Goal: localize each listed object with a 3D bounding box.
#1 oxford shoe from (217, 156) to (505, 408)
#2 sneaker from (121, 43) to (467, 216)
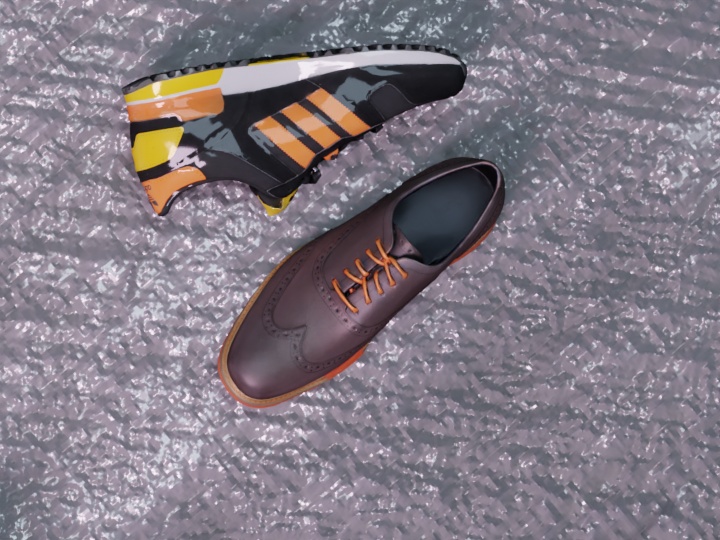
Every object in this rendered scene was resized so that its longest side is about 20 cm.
[{"bbox_3d":[0.000,0.000,1.472,0.200,0.073,0.071,-42,88,-14],"label":"oxford shoe"},{"bbox_3d":[-0.034,-0.079,1.493,0.198,0.070,0.091,-7,95,-10],"label":"sneaker"}]
